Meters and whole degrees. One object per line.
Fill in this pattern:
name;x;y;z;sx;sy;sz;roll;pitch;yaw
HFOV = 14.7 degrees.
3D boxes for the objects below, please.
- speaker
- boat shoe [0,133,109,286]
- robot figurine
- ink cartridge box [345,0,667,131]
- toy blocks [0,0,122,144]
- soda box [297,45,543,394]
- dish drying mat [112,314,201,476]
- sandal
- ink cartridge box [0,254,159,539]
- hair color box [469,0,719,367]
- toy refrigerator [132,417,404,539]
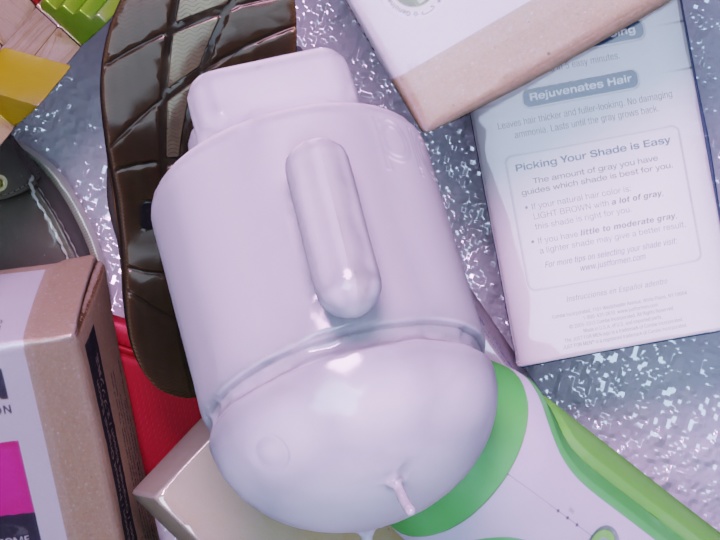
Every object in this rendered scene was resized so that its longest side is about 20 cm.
speaker;0.092;0.115;1.170;0.200;0.088;0.089;38;97;-33
boat shoe;-0.187;-0.049;1.235;0.072;0.060;0.202;-37;93;6
robot figurine;-0.014;0.015;1.076;0.112;0.170;0.201;-14;68;-5
ink cartridge box;0.047;-0.181;1.131;0.164;0.075;0.200;-30;95;5
toy blocks;-0.177;-0.130;1.166;0.137;0.100;0.200;42;57;-11
soda box;0.000;0.000;1.224;0.068;0.063;0.200;-35;90;7
dish drying mat;-0.118;0.053;1.240;0.199;0.018;0.077;16;123;-4
sandal;-0.067;-0.047;1.171;0.081;0.055;0.201;-3;109;-5
ink cartridge box;-0.197;0.092;1.212;0.199;0.075;0.165;-7;116;8
hair color box;0.098;-0.066;1.213;0.100;0.061;0.201;-10;93;5
toy refrigerator;0.002;0.139;1.179;0.200;0.076;0.070;45;79;-6
